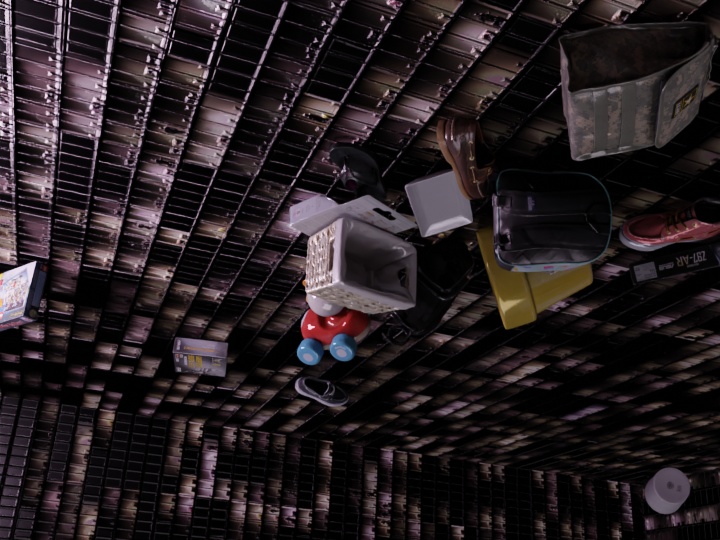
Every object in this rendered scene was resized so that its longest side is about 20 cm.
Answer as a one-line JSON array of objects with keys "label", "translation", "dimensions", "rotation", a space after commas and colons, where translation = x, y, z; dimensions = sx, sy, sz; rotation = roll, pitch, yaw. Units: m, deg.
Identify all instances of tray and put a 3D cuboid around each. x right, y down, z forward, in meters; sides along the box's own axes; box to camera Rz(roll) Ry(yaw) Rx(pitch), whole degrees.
[{"label": "tray", "translation": [0.147, -0.128, 1.491], "dimensions": [0.106, 0.022, 0.200], "rotation": [-17, 152, 6]}]

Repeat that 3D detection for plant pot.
[{"label": "plant pot", "translation": [0.340, -0.010, 1.564], "dimensions": [0.186, 0.203, 0.201], "rotation": [-18, 152, 7]}]

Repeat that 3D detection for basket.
[{"label": "basket", "translation": [0.000, 0.000, 1.568], "dimensions": [0.198, 0.138, 0.123], "rotation": [19, 154, -37]}]

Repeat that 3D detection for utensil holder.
[{"label": "utensil holder", "translation": [1.375, 0.984, 3.616], "dimensions": [0.167, 0.172, 0.201], "rotation": [-1, 153, 10]}]

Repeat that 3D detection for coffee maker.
[{"label": "coffee maker", "translation": [0.145, 0.051, 1.700], "dimensions": [0.133, 0.194, 0.201], "rotation": [21, 153, 1]}]

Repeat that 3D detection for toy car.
[{"label": "toy car", "translation": [-0.084, 0.081, 1.882], "dimensions": [0.175, 0.185, 0.202], "rotation": [-9, 124, 28]}]

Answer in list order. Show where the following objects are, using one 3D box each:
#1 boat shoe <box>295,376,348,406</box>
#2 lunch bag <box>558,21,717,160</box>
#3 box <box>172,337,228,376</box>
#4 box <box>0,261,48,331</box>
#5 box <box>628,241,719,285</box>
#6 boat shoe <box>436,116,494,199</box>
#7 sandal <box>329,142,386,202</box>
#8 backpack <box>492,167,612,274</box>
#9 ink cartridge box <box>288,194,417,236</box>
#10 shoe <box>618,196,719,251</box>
[{"label": "boat shoe", "translation": [-0.114, 0.390, 2.632], "dimensions": [0.198, 0.073, 0.068], "rotation": [25, 150, -26]}, {"label": "lunch bag", "translation": [0.380, -0.249, 1.107], "dimensions": [0.197, 0.119, 0.164], "rotation": [-9, 153, 12]}, {"label": "box", "translation": [-0.478, 0.262, 2.417], "dimensions": [0.156, 0.049, 0.200], "rotation": [8, 156, -8]}, {"label": "box", "translation": [-0.831, 0.067, 1.928], "dimensions": [0.198, 0.139, 0.038], "rotation": [-14, 151, 34]}, {"label": "box", "translation": [0.646, -0.021, 1.579], "dimensions": [0.198, 0.044, 0.159], "rotation": [-16, 175, 35]}, {"label": "boat shoe", "translation": [0.187, -0.180, 1.331], "dimensions": [0.069, 0.071, 0.200], "rotation": [-3, 155, 23]}, {"label": "sandal", "translation": [0.002, -0.162, 1.424], "dimensions": [0.074, 0.049, 0.201], "rotation": [-5, 155, 19]}, {"label": "backpack", "translation": [0.333, -0.084, 1.404], "dimensions": [0.197, 0.179, 0.153], "rotation": [-2, 172, 13]}, {"label": "ink cartridge box", "translation": [-0.014, -0.104, 1.553], "dimensions": [0.198, 0.058, 0.162], "rotation": [-22, 149, 34]}, {"label": "shoe", "translation": [0.583, -0.091, 1.485], "dimensions": [0.196, 0.073, 0.091], "rotation": [-3, 154, 1]}]
